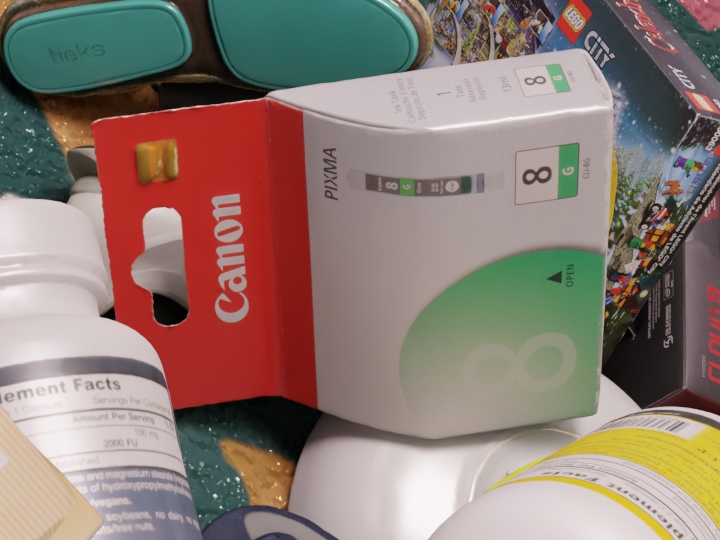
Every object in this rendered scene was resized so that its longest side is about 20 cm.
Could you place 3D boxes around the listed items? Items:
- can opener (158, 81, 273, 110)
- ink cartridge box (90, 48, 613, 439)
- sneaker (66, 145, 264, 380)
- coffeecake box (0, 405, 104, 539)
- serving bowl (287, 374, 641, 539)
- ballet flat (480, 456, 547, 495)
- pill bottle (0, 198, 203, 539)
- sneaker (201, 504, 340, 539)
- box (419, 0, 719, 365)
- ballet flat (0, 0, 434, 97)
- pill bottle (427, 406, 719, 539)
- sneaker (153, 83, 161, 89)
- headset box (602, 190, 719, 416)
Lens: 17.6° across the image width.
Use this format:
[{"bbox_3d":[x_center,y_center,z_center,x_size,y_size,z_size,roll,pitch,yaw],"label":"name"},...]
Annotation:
[{"bbox_3d":[0.005,-0.049,1.023,0.067,0.199,0.054,59,41,-55],"label":"can opener"},{"bbox_3d":[0.000,0.000,0.939,0.199,0.162,0.050,-9,40,-9],"label":"ink cartridge box"},{"bbox_3d":[-0.039,0.008,1.021,0.199,0.074,0.089,10,81,-20],"label":"sneaker"},{"bbox_3d":[-0.193,0.132,0.730,0.073,0.200,0.154,48,45,-5],"label":"coffeecake box"},{"bbox_3d":[0.070,0.117,1.018,0.199,0.066,0.201,9,67,-22],"label":"serving bowl"},{"bbox_3d":[0.033,0.152,0.929,0.200,0.067,0.067,-41,94,-9],"label":"ballet flat"},{"bbox_3d":[-0.123,0.083,0.875,0.119,0.119,0.201,1,64,-38],"label":"pill bottle"},{"bbox_3d":[-0.023,0.131,0.881,0.070,0.200,0.082,-41,125,-7],"label":"sneaker"},{"bbox_3d":[0.087,-0.072,1.075,0.038,0.137,0.200,10,33,-35],"label":"box"},{"bbox_3d":[-0.060,-0.114,1.012,0.071,0.199,0.071,-2,90,-72],"label":"ballet flat"},{"bbox_3d":[0.081,0.120,0.818,0.112,0.111,0.200,60,29,7],"label":"pill bottle"},{"bbox_3d":[-0.021,-0.072,1.081,0.200,0.078,0.066,47,43,-9],"label":"sneaker"},{"bbox_3d":[0.201,0.038,1.195,0.199,0.075,0.149,25,52,-26],"label":"headset box"}]
